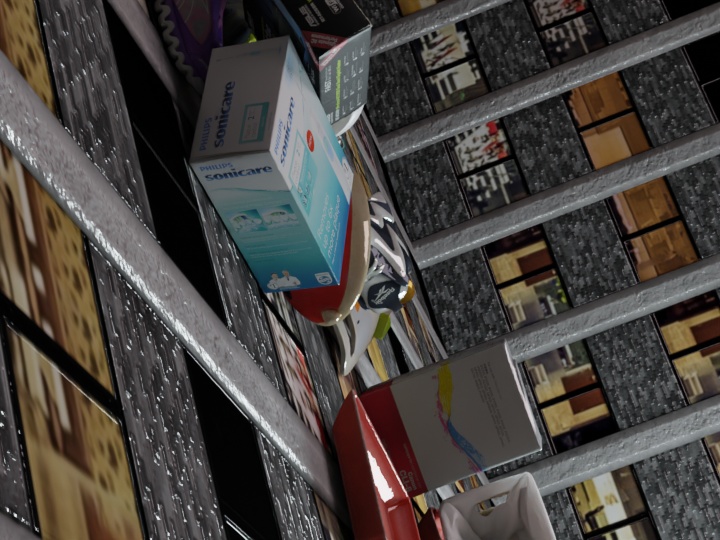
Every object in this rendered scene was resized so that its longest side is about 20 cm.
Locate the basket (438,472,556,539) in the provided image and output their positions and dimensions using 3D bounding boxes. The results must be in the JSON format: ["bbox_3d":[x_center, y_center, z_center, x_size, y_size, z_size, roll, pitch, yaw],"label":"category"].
[{"bbox_3d":[0.191,0.383,1.955,0.124,0.134,0.202,66,7,-51],"label":"basket"}]

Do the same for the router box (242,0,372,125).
[{"bbox_3d":[-0.056,-0.243,1.513,0.151,0.062,0.200,56,-10,13],"label":"router box"}]

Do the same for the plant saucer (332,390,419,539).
[{"bbox_3d":[0.024,0.257,1.570,0.201,0.036,0.201,-104,173,-47],"label":"plant saucer"}]

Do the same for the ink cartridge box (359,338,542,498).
[{"bbox_3d":[0.118,0.186,1.960,0.145,0.198,0.146,2,67,-83],"label":"ink cartridge box"}]

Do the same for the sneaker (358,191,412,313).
[{"bbox_3d":[0.000,0.000,1.767,0.130,0.079,0.199,57,27,-3],"label":"sneaker"}]

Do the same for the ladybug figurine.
[{"bbox_3d":[-0.048,-0.034,1.610,0.071,0.136,0.202,16,46,-33],"label":"ladybug figurine"}]

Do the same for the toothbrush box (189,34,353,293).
[{"bbox_3d":[-0.080,-0.098,1.473,0.201,0.084,0.148,63,27,-46],"label":"toothbrush box"}]

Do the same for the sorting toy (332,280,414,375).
[{"bbox_3d":[-0.018,0.031,1.868,0.202,0.106,0.181,67,25,-23],"label":"sorting toy"}]

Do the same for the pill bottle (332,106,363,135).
[{"bbox_3d":[-0.053,-0.224,1.874,0.200,0.118,0.121,-93,161,-72],"label":"pill bottle"}]

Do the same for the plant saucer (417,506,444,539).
[{"bbox_3d":[0.122,0.416,2.020,0.200,0.036,0.202,49,20,-74],"label":"plant saucer"}]

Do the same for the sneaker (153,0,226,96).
[{"bbox_3d":[-0.156,-0.267,1.497,0.080,0.087,0.203,21,50,-84],"label":"sneaker"}]

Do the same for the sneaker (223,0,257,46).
[{"bbox_3d":[-0.163,-0.290,1.668,0.081,0.073,0.201,51,11,-40],"label":"sneaker"}]

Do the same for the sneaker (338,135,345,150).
[{"bbox_3d":[-0.059,-0.156,2.050,0.201,0.079,0.072,-101,169,-57],"label":"sneaker"}]
